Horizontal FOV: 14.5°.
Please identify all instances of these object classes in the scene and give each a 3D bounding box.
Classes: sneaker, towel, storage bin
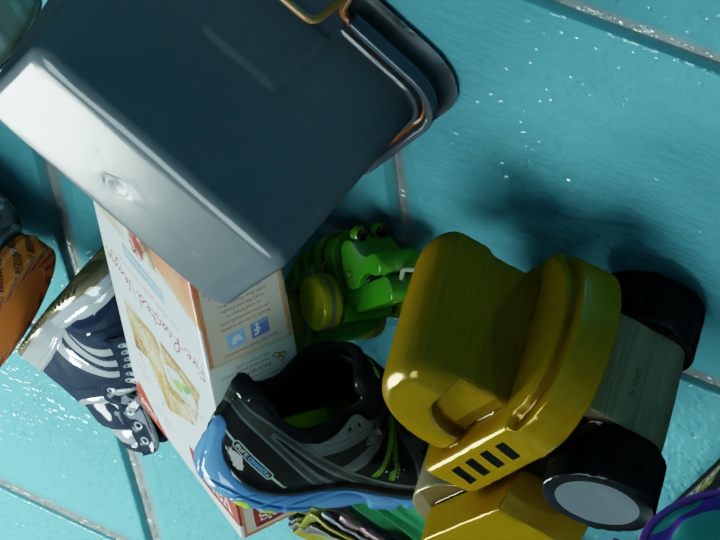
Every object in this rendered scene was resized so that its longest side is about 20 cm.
[{"bbox_3d":[0.004,0.079,1.501,0.071,0.199,0.083,43,124,41],"label":"sneaker"},{"bbox_3d":[0.041,0.205,1.748,0.200,0.023,0.144,37,169,-6],"label":"towel"},{"bbox_3d":[-0.072,-0.089,1.357,0.200,0.135,0.145,40,151,-11],"label":"storage bin"},{"bbox_3d":[-0.135,0.045,1.687,0.108,0.070,0.200,42,158,-3],"label":"sneaker"}]

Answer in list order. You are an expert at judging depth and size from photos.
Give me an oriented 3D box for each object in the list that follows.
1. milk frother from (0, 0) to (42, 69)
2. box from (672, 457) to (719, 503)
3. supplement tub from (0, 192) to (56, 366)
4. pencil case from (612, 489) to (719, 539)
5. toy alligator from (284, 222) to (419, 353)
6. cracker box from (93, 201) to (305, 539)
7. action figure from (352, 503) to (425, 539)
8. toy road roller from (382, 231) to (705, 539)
[{"bbox_3d":[-0.293,-0.189,1.471,0.189,0.180,0.200,58,-173,-35],"label":"milk frother"},{"bbox_3d":[0.259,0.172,1.487,0.199,0.049,0.161,34,149,1],"label":"box"},{"bbox_3d":[-0.291,-0.021,1.700,0.199,0.123,0.123,30,151,9],"label":"supplement tub"},{"bbox_3d":[0.187,0.203,1.360,0.092,0.085,0.201,-8,122,17],"label":"pencil case"},{"bbox_3d":[0.000,0.000,1.503,0.200,0.059,0.055,-35,67,59],"label":"toy alligator"},{"bbox_3d":[-0.086,0.030,1.545,0.134,0.057,0.201,48,156,43],"label":"cracker box"},{"bbox_3d":[0.028,0.123,1.649,0.200,0.055,0.118,42,152,-21],"label":"action figure"},{"bbox_3d":[0.067,0.058,1.412,0.145,0.123,0.200,28,151,-17],"label":"toy road roller"}]
